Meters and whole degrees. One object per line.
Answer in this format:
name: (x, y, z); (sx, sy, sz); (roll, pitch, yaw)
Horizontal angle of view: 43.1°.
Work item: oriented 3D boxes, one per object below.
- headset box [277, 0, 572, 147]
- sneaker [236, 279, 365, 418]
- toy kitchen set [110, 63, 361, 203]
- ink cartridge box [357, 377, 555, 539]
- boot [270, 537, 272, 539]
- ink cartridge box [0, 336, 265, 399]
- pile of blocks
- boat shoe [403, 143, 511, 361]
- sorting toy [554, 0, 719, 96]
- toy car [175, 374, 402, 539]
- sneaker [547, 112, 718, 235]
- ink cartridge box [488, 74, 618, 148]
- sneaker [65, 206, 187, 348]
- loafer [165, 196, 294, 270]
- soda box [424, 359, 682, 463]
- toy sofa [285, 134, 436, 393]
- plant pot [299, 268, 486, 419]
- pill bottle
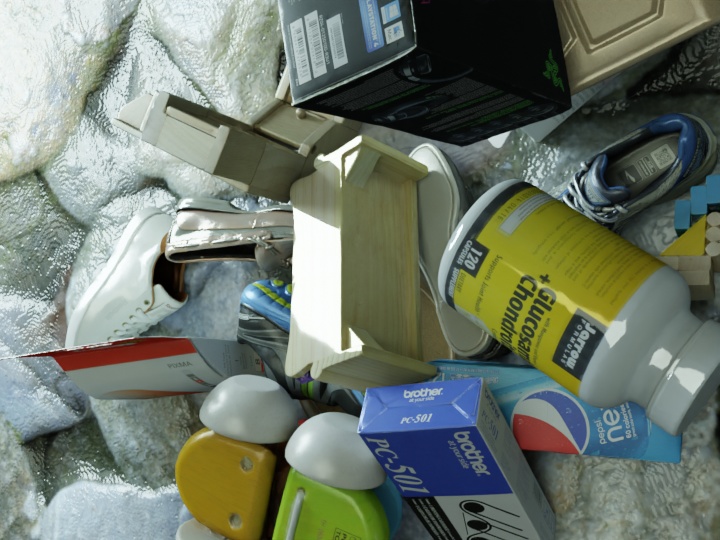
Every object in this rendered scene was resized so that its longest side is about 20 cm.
headset box: (0.042, -0.182, 0.569); (0.092, 0.199, 0.176); (-15, 79, 36)
sneaker: (-0.033, 0.087, 0.813); (0.199, 0.071, 0.083); (36, 121, 21)
toy kitchen set: (-0.106, -0.176, 0.812); (0.162, 0.200, 0.182); (26, 98, 24)
ink cartridge box: (0.081, 0.162, 0.711); (0.093, 0.201, 0.044); (-8, 44, 25)
boot: (-0.096, 0.314, 0.848); (0.162, 0.073, 0.199); (34, 97, 24)
ink cartridge box: (-0.200, 0.093, 0.840); (0.161, 0.200, 0.051); (-10, 83, 25)
pile of blocks: (0.296, -0.050, 0.693); (0.199, 0.062, 0.082); (-37, 62, 11)
boat shoe: (0.085, -0.015, 0.793); (0.067, 0.057, 0.201); (-30, 62, 34)
sorting toy: (0.138, -0.216, 0.655); (0.199, 0.036, 0.186); (-23, 78, 18)
toy car: (-0.051, 0.188, 0.772); (0.199, 0.150, 0.177); (18, 100, 27)
sneaker: (0.188, -0.059, 0.728); (0.200, 0.085, 0.077); (-43, 70, 18)
ink cartridge box: (0.148, -0.208, 0.735); (0.200, 0.125, 0.129); (-41, 71, 17)
sneaker: (-0.232, 0.040, 0.929); (0.084, 0.073, 0.201); (32, 99, 26)
loafer: (-0.095, -0.023, 0.859); (0.198, 0.072, 0.063); (9, 64, 25)
soda box: (0.152, 0.110, 0.729); (0.198, 0.068, 0.065); (2, 87, 17)
toy sofa: (0.000, 0.000, 0.760); (0.097, 0.082, 0.202); (-26, 56, 43)
plant pot: (0.016, 0.078, 0.834); (0.198, 0.027, 0.202); (-1, 87, 26)
pill bottle: (0.162, 0.027, 0.655); (0.199, 0.112, 0.113); (36, 102, 27)
